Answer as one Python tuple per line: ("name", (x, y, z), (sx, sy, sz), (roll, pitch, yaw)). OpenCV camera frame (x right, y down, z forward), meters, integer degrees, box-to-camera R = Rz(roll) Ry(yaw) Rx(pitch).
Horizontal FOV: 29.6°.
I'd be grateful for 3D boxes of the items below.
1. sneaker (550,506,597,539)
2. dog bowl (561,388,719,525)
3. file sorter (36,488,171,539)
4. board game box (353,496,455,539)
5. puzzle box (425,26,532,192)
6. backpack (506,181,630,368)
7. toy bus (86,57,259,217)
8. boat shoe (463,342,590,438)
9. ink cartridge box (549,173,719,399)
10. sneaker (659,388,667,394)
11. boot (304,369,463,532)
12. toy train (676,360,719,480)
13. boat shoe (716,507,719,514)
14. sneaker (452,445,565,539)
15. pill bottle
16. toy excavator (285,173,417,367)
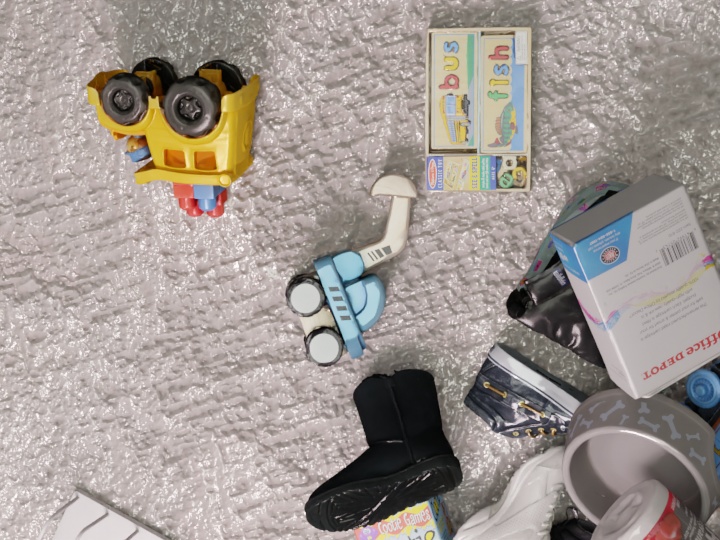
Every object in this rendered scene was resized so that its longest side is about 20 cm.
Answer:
("sneaker", (0.294, 0.383, 1.665), (0.200, 0.075, 0.114), (45, 99, 3))
("dog bowl", (0.322, 0.232, 1.567), (0.198, 0.059, 0.202), (17, 130, 20))
("file sorter", (-0.325, 0.399, 1.742), (0.198, 0.124, 0.140), (27, 98, 6))
("board game box", (0.072, 0.372, 1.686), (0.102, 0.105, 0.202), (-18, 91, 11))
("puzzle box", (0.144, -0.196, 1.665), (0.131, 0.025, 0.203), (0, 95, 10))
("backpack", (0.275, -0.008, 1.608), (0.166, 0.127, 0.201), (27, 98, -14))
("toy bus", (-0.228, -0.159, 1.687), (0.197, 0.136, 0.194), (6, 112, 11))
("boat shoe", (0.225, 0.178, 1.664), (0.199, 0.071, 0.091), (34, 102, 15))
("ink cartridge box", (0.318, 0.018, 1.514), (0.143, 0.085, 0.202), (-28, 107, -7))
("sneaker", (0.386, 0.114, 1.630), (0.117, 0.074, 0.203), (11, 102, 0))
("boot", (0.014, 0.213, 1.651), (0.198, 0.169, 0.077), (-20, 134, 0))
("toy train", (0.411, 0.194, 1.593), (0.114, 0.086, 0.201), (46, 125, 26))
("boat shoe", (0.508, 0.317, 1.628), (0.199, 0.069, 0.074), (29, 99, 6))
("sneaker", (0.208, 0.301, 1.647), (0.200, 0.078, 0.099), (-46, 60, -4))
("pill bottle", (0.359, 0.336, 1.503), (0.200, 0.111, 0.111), (43, 100, -4))
("toy excavator", (0.000, 0.000, 1.680), (0.198, 0.100, 0.196), (-21, 93, -3))
